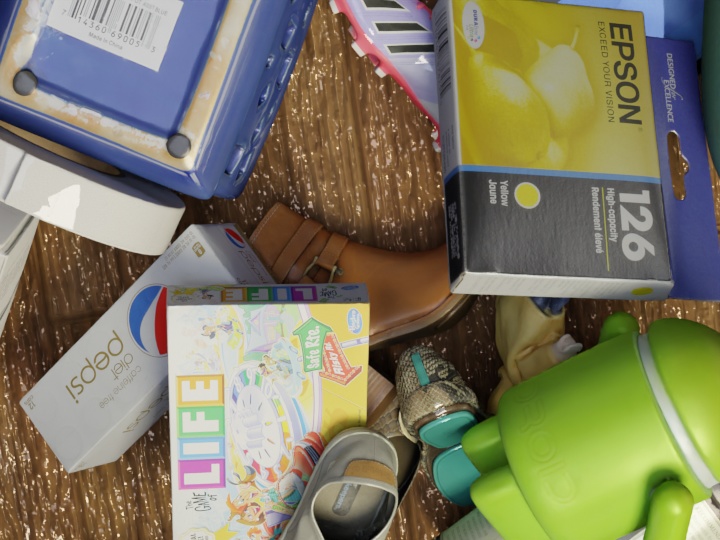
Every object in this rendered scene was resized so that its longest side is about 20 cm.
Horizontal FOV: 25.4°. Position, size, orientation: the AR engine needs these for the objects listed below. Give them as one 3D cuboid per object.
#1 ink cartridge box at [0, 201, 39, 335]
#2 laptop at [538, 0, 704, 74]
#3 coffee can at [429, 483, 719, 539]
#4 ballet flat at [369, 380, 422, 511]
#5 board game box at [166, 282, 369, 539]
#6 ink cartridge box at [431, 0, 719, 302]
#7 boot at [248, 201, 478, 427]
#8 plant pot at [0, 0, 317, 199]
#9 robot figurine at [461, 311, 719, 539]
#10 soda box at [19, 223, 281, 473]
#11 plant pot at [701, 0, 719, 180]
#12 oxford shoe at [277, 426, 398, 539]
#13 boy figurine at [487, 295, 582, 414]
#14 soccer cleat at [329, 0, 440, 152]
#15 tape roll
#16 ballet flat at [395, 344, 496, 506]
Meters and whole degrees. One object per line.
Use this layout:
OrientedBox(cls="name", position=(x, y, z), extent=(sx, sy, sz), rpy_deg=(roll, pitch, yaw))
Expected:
OrientedBox(cls="ink cartridge box", position=(-0.319, 0.009, 1.118), extent=(0.146, 0.083, 0.201), rpy_deg=(26, 125, -3))
OrientedBox(cls="laptop", position=(0.167, -0.205, 1.101), extent=(0.177, 0.200, 0.104), rpy_deg=(-37, 56, 5))
OrientedBox(cls="coffee can", position=(0.167, 0.196, 1.140), extent=(0.200, 0.146, 0.147), rpy_deg=(-36, 96, 6))
OrientedBox(cls="ballet flat", position=(0.006, 0.170, 1.172), extent=(0.067, 0.046, 0.201), rpy_deg=(32, 87, -31))
OrientedBox(cls="board game box", position=(-0.063, 0.107, 1.089), extent=(0.133, 0.034, 0.201), rpy_deg=(-1, 114, -5))
OrientedBox(cls="ink cartridge box", position=(0.150, -0.081, 1.062), extent=(0.199, 0.047, 0.199), rpy_deg=(1, 71, -14))
OrientedBox(cls="boot", position=(0.000, 0.000, 1.161), extent=(0.155, 0.077, 0.200), rpy_deg=(40, 90, 12))
OrientedBox(cls="plant pot", position=(-0.144, -0.165, 1.078), extent=(0.199, 0.180, 0.201), rpy_deg=(22, 99, -2))
OrientedBox(cls="robot figurine", position=(0.167, 0.105, 1.021), extent=(0.199, 0.176, 0.116), rpy_deg=(-27, 126, 15))
OrientedBox(cls="soda box", position=(-0.148, 0.055, 1.138), extent=(0.200, 0.064, 0.068), rpy_deg=(-44, 74, 21))
OrientedBox(cls="plant pot", position=(0.319, -0.117, 1.070), extent=(0.199, 0.201, 0.162), rpy_deg=(4, 115, 1))
OrientedBox(cls="oxford shoe", position=(-0.023, 0.201, 1.084), extent=(0.075, 0.058, 0.201), rpy_deg=(15, 112, -13))
OrientedBox(cls="boy figurine", position=(0.130, 0.040, 1.135), extent=(0.064, 0.124, 0.201), rpy_deg=(-3, 115, -12))
OrientedBox(cls="soccer cleat", position=(0.050, -0.151, 1.122), extent=(0.076, 0.067, 0.200), rpy_deg=(-36, 109, 10))
OrientedBox(cls="tape roll", position=(-0.213, -0.069, 1.069), extent=(0.202, 0.203, 0.037), rpy_deg=(26, 95, -2))
OrientedBox(cls="ballet flat", position=(0.063, 0.102, 1.123), extent=(0.067, 0.200, 0.076), rpy_deg=(-22, 62, 4))
